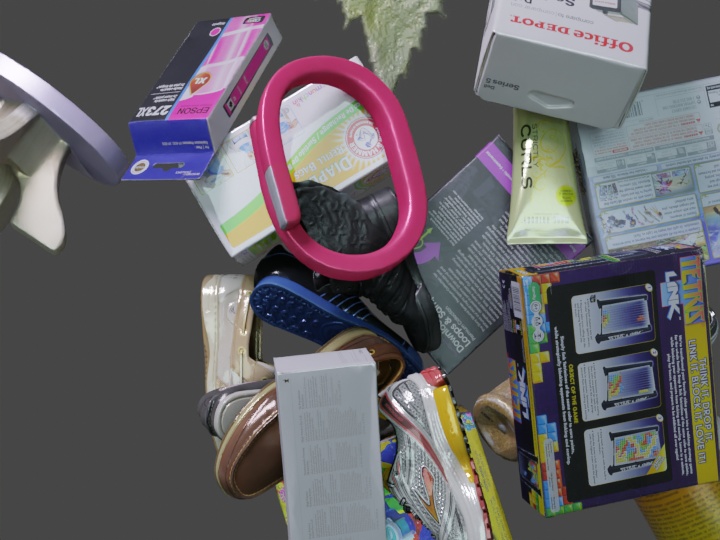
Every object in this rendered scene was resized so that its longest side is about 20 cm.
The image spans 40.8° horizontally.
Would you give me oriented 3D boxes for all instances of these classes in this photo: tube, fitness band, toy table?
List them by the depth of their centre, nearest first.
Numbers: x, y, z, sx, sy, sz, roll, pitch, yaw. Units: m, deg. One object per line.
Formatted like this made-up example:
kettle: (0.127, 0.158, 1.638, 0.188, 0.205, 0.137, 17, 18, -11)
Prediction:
fitness band: (-0.018, -0.090, 0.836, 0.142, 0.037, 0.202, -7, 74, -25)
toy table: (-0.334, -0.113, 0.922, 0.199, 0.184, 0.118, 30, 70, 11)
tube: (0.179, -0.121, 0.945, 0.058, 0.052, 0.202, -15, 66, 42)

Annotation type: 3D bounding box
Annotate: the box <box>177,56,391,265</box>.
box: (-0.060, -0.103, 0.939, 0.199, 0.113, 0.102, -31, 87, -3)

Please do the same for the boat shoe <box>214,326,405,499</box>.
boat shoe: (-0.042, 0.126, 0.850, 0.200, 0.067, 0.072, -40, 118, -21)

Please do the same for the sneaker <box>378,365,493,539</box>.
sneaker: (0.062, 0.188, 0.822, 0.081, 0.078, 0.202, -17, 76, 3)

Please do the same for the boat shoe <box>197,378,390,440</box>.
boat shoe: (-0.059, 0.126, 0.915, 0.198, 0.057, 0.068, 2, 98, -34)

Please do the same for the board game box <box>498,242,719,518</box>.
board game box: (0.209, 0.088, 0.811, 0.163, 0.057, 0.203, -8, 97, -13)

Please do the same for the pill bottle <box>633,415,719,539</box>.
pill bottle: (0.317, 0.206, 0.915, 0.110, 0.111, 0.201, -29, 86, -2)

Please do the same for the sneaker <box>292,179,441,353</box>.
sneaker: (0.001, 0.001, 0.892, 0.103, 0.060, 0.202, -23, 112, -12)

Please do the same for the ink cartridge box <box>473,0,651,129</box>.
ink cartridge box: (0.196, -0.248, 0.920, 0.144, 0.084, 0.202, 13, 57, 1)

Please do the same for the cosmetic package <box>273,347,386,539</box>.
cosmetic package: (-0.024, 0.170, 0.802, 0.082, 0.051, 0.203, -5, 102, -10)

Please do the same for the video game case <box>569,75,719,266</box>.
video game case: (0.320, -0.092, 0.969, 0.198, 0.045, 0.184, -11, 85, 0)

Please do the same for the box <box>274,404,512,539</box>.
box: (0.041, 0.255, 0.909, 0.191, 0.122, 0.202, -19, 85, 0)

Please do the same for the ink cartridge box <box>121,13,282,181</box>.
ink cartridge box: (-0.153, -0.167, 0.919, 0.094, 0.037, 0.201, 2, 53, 28)

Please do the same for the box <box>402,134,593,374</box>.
box: (0.111, -0.015, 0.971, 0.200, 0.036, 0.143, -41, 86, -4)

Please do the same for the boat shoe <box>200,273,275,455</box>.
boat shoe: (-0.112, 0.100, 0.944, 0.068, 0.074, 0.203, -7, 85, 6)

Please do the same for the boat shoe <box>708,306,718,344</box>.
boat shoe: (0.242, 0.041, 0.872, 0.197, 0.067, 0.071, 3, 55, -12)

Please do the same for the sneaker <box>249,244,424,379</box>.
sneaker: (-0.016, 0.045, 0.951, 0.199, 0.078, 0.070, 35, 124, -18)

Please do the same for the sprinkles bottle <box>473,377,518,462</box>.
sprinkles bottle: (0.195, 0.099, 0.904, 0.199, 0.068, 0.069, -30, 86, -31)
